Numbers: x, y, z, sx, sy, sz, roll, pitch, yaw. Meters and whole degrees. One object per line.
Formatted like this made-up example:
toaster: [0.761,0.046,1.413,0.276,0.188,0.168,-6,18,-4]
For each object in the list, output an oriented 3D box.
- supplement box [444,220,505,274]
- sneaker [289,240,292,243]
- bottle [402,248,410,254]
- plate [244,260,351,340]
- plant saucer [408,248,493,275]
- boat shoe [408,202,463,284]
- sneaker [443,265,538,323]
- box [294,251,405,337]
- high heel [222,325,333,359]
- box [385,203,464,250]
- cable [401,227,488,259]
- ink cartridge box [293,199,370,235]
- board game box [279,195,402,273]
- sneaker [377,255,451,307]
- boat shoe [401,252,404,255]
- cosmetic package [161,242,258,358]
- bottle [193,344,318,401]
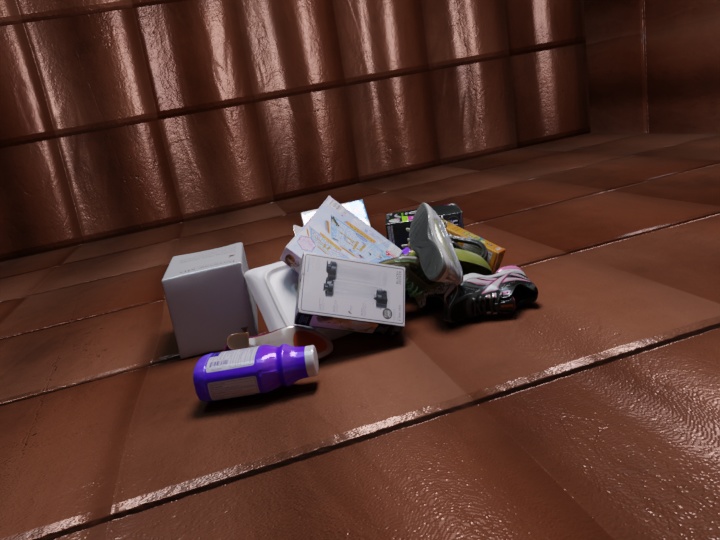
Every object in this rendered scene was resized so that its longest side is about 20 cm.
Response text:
supplement box: [0.224,-0.057,1.347,0.196,0.071,0.066,30,23,20]
sneaker: [-0.150,0.027,1.431,0.074,0.114,0.202,4,36,-15]
bottle: [0.169,-0.037,1.436,0.193,0.086,0.065,-13,-20,6]
plate: [-0.104,0.049,1.164,0.195,0.203,0.033,-18,-27,-26]
plant saucer: [0.181,-0.014,1.254,0.193,0.032,0.200,8,-13,2]
boat shoe: [0.144,-0.051,1.144,0.063,0.075,0.205,18,33,-26]
sneaker: [0.245,0.048,1.108,0.195,0.083,0.086,-22,29,-17]
box: [-0.019,0.045,1.080,0.193,0.120,0.060,8,-26,-12]
high heel: [-0.150,0.145,1.075,0.193,0.069,0.097,7,-30,-14]
box: [0.167,-0.089,1.540,0.193,0.129,0.149,-8,15,5]
cable: [0.186,-0.065,1.316,0.193,0.100,0.050,7,-17,14]
ink cartridge box: [-0.072,-0.080,1.574,0.193,0.132,0.127,-12,-29,-8]
board game box: [-0.033,-0.031,1.202,0.041,0.198,0.201,-54,0,43]
sneaker: [0.113,0.025,1.177,0.193,0.092,0.077,9,-12,-16]
boat shoe: [0.074,0.003,1.322,0.072,0.075,0.202,-7,27,13]
cosmetic package: [-0.311,0.056,1.266,0.162,0.172,0.200,-12,16,-8]
bottle: [-0.166,0.160,0.965,0.193,0.068,0.084,-9,16,3]
